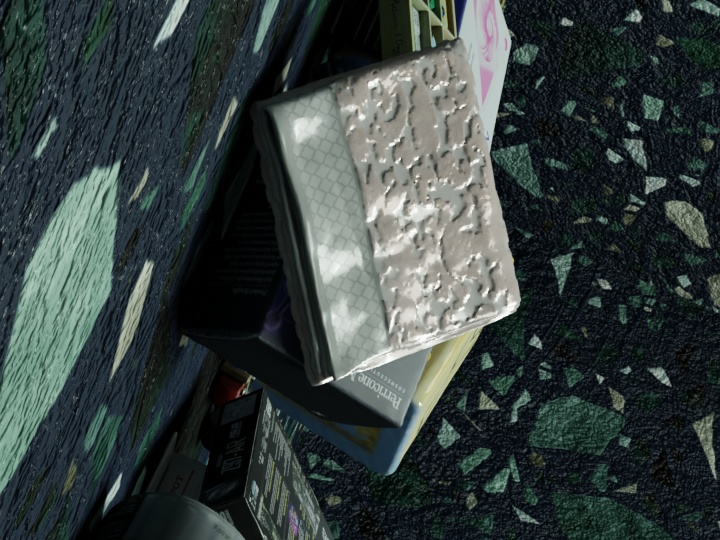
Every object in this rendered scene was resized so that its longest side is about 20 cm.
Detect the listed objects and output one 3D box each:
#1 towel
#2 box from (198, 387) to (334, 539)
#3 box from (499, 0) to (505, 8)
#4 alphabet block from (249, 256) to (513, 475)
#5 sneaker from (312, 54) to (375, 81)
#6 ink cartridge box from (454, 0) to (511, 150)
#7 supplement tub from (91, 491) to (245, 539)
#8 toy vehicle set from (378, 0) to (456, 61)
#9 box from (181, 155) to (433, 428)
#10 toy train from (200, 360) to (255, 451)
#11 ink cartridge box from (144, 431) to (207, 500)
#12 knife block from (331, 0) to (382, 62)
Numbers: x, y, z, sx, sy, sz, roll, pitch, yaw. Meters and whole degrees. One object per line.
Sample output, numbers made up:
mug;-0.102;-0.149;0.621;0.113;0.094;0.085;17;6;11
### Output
towel;0.023;-0.042;1.109;0.190;0.032;0.203;-21;104;-36
box;-0.073;0.210;1.320;0.200;0.043;0.162;-87;156;-69
box;0.093;-0.199;1.687;0.160;0.049;0.201;-62;171;-46
alphabet block;0.012;0.051;1.633;0.201;0.195;0.196;-54;173;-29
sneaker;0.001;-0.105;1.322;0.201;0.084;0.078;105;-30;-53
ink cartridge box;0.086;-0.194;1.453;0.201;0.043;0.198;63;35;-55
supplement tub;-0.152;0.255;1.063;0.201;0.121;0.123;-65;177;-49
toy vehicle set;0.050;-0.174;1.305;0.124;0.026;0.203;29;55;-65
box;-0.014;-0.008;1.166;0.104;0.147;0.202;0;-117;52
toy train;-0.120;0.107;1.502;0.046;0.034;0.201;-49;166;-41
ink cartridge box;-0.160;0.240;1.379;0.201;0.066;0.117;108;5;-54
knife block;0.001;-0.152;1.466;0.176;0.063;0.202;-55;167;-74
